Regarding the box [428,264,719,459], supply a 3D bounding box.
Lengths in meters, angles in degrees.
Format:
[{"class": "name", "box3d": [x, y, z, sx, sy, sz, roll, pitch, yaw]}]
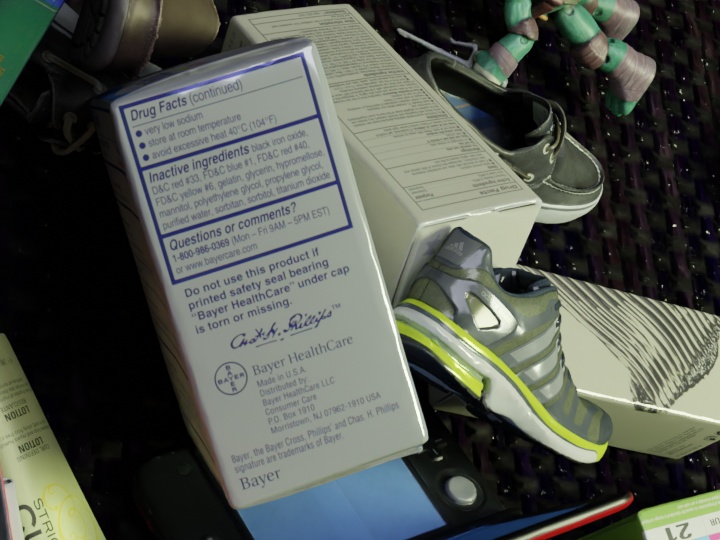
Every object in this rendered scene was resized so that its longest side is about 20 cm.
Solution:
[{"class": "box", "box3d": [0.141, 0.057, 1.084, 0.198, 0.068, 0.083, 13, 62, -28]}]

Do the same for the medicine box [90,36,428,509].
[{"class": "medicine box", "box3d": [-0.058, -0.006, 0.868, 0.102, 0.182, 0.202, -17, 99, -10]}]

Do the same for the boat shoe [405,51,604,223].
[{"class": "boat shoe", "box3d": [0.096, -0.090, 1.113, 0.199, 0.066, 0.070, 25, 53, -32]}]

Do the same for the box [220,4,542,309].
[{"class": "box", "box3d": [0.003, -0.064, 0.993, 0.094, 0.078, 0.200, -11, 46, -35]}]

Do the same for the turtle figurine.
[{"class": "turtle figurine", "box3d": [0.109, -0.187, 1.164, 0.199, 0.100, 0.151, 25, 57, -28]}]

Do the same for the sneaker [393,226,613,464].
[{"class": "sneaker", "box3d": [0.090, 0.046, 0.947, 0.200, 0.074, 0.081, 36, 80, -49]}]

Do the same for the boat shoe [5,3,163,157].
[{"class": "boat shoe", "box3d": [-0.160, -0.095, 0.966, 0.199, 0.071, 0.064, 37, 53, -3]}]

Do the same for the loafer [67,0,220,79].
[{"class": "loafer", "box3d": [-0.105, -0.146, 0.906, 0.070, 0.074, 0.200, 19, 20, -9]}]

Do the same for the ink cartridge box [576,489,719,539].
[{"class": "ink cartridge box", "box3d": [0.232, 0.239, 1.054, 0.147, 0.076, 0.202, -8, 72, -35]}]

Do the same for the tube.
[{"class": "tube", "box3d": [-0.160, 0.131, 0.873, 0.058, 0.052, 0.201, -25, 87, -6]}]

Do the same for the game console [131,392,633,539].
[{"class": "game console", "box3d": [0.008, 0.114, 0.906, 0.199, 0.119, 0.173, -13, 52, -34]}]

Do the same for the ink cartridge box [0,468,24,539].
[{"class": "ink cartridge box", "box3d": [-0.157, 0.190, 0.765, 0.043, 0.173, 0.202, -2, 70, -33]}]

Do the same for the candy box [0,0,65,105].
[{"class": "candy box", "box3d": [-0.255, -0.155, 0.862, 0.199, 0.170, 0.077, 31, 23, -15]}]
